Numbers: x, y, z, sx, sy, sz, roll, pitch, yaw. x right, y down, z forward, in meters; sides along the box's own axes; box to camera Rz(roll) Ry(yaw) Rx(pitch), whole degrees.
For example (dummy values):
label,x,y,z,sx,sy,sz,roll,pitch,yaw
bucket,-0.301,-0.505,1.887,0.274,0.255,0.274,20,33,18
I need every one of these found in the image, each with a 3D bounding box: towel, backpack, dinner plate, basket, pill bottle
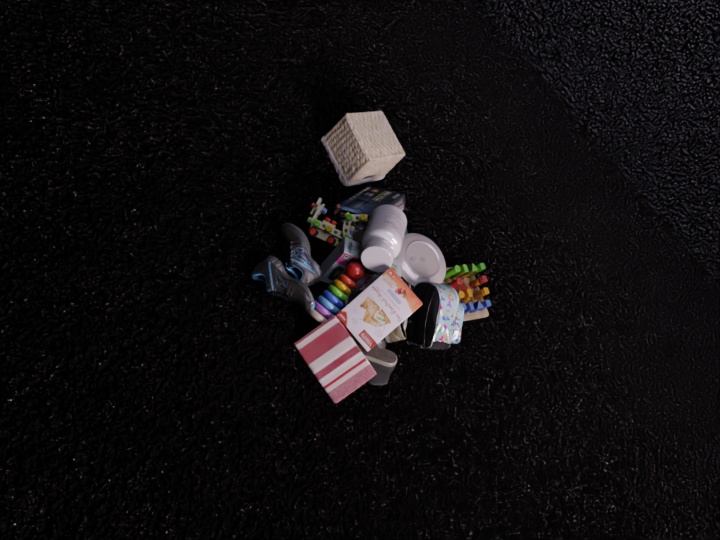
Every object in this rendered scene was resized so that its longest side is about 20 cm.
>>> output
label,x,y,z,sx,sy,sz,roll,pitch,yaw
towel,-0.069,0.242,1.431,0.144,0.023,0.200,-35,88,2
backpack,0.226,0.135,1.615,0.150,0.178,0.200,4,91,-28
dinner plate,0.200,-0.034,1.710,0.200,0.024,0.200,11,63,-23
basket,0.012,-0.419,1.799,0.198,0.161,0.200,-19,80,-41
pill bottle,0.064,-0.091,1.500,0.114,0.114,0.200,36,38,-15

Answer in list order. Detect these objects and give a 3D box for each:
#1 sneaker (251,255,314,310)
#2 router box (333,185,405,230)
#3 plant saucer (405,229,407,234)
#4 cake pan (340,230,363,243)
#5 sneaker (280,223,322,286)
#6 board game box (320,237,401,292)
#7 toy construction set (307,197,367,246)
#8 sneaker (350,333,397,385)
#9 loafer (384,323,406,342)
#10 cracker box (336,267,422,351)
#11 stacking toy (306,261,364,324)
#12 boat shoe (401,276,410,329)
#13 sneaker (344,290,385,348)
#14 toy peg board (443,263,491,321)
label,x,y,z,sx,sy,sz,roll,pitch,yaw
sneaker,-0.210,0.050,1.432,0.200,0.073,0.082,39,56,18
router box,0.031,-0.201,1.703,0.150,0.062,0.200,19,39,30
plant saucer,0.090,-0.146,1.792,0.200,0.036,0.200,17,58,-29
cake pan,0.035,-0.096,1.656,0.200,0.037,0.200,-3,40,2
sneaker,-0.185,-0.046,1.518,0.082,0.073,0.200,-24,81,-40
board game box,0.000,0.000,1.572,0.200,0.148,0.064,21,45,-25
toy construction set,-0.084,-0.147,1.602,0.200,0.131,0.092,27,3,22
sneaker,-0.003,0.257,1.495,0.200,0.106,0.075,22,34,11
loafer,0.109,0.117,1.550,0.075,0.070,0.200,-39,130,-67
cracker box,0.052,0.106,1.436,0.134,0.200,0.058,49,5,6
stacking toy,-0.062,0.059,1.479,0.085,0.085,0.200,38,87,-13
boat shoe,0.109,0.097,1.651,0.066,0.074,0.200,22,66,-31
sneaker,0.026,0.144,1.556,0.066,0.090,0.200,-23,81,-40
toy peg board,0.374,0.066,1.840,0.200,0.098,0.199,-5,69,-36
